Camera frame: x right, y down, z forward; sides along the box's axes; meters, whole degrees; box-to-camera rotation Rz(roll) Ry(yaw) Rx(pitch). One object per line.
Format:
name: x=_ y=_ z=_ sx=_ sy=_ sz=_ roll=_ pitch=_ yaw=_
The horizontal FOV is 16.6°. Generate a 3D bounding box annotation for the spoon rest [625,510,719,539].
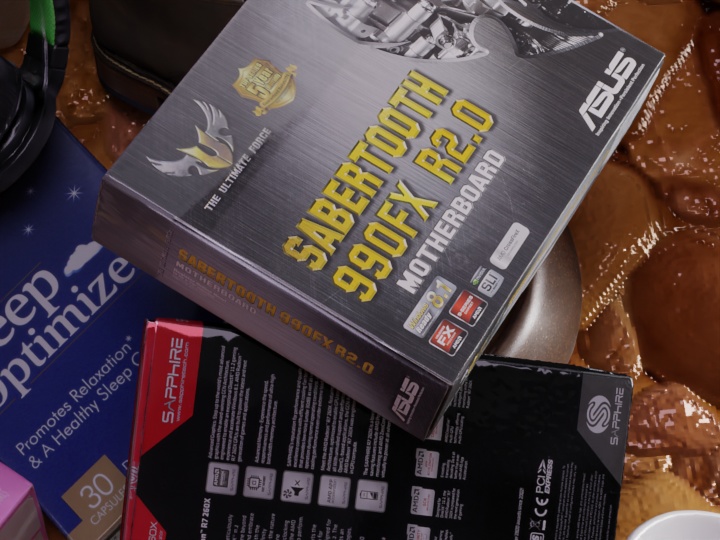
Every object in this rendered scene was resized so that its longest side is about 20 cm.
spoon rest: x=0.156 y=0.187 z=0.978 sx=0.099 sy=0.061 sz=0.200 roll=2 pitch=62 yaw=-27

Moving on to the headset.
headset: x=-0.182 y=-0.057 z=1.024 sx=0.123 sy=0.200 sz=0.094 roll=4 pitch=17 yaw=-36

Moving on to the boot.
boot: x=-0.045 y=-0.106 z=1.082 sx=0.200 sy=0.097 sz=0.075 roll=18 pitch=47 yaw=28

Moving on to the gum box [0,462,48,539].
gum box: x=-0.227 y=0.136 z=1.000 sx=0.113 sy=0.066 sz=0.200 roll=32 pitch=67 yaw=14

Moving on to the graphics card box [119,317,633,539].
graphics card box: x=0.005 y=0.091 z=0.999 sx=0.200 sy=0.051 sz=0.126 roll=6 pitch=88 yaw=-4

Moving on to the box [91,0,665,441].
box: x=0.011 y=-0.051 z=0.999 sx=0.158 sy=0.048 sz=0.200 roll=32 pitch=56 yaw=7

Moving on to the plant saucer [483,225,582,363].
plant saucer: x=0.000 y=0.000 z=1.095 sx=0.200 sy=0.035 sz=0.201 roll=0 pitch=62 yaw=0

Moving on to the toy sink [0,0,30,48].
toy sink: x=-0.241 y=-0.197 z=1.118 sx=0.200 sy=0.112 sz=0.130 roll=38 pitch=23 yaw=18

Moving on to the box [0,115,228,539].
box: x=-0.135 y=0.016 z=1.066 sx=0.121 sy=0.032 sz=0.200 roll=-45 pitch=67 yaw=-3
